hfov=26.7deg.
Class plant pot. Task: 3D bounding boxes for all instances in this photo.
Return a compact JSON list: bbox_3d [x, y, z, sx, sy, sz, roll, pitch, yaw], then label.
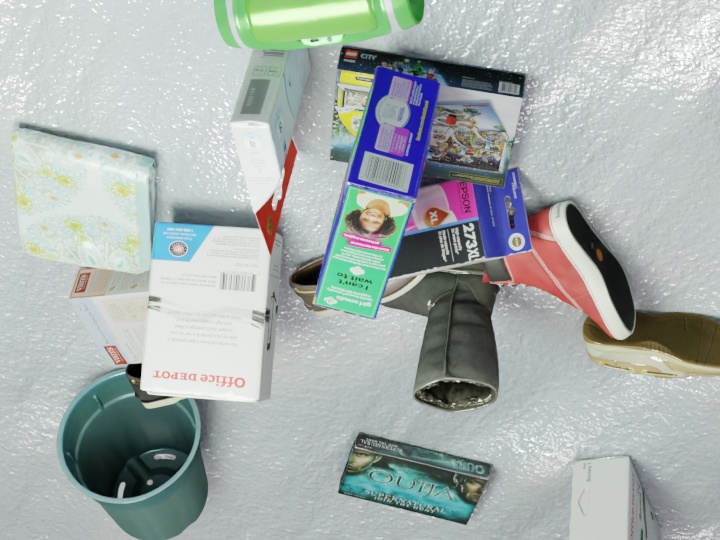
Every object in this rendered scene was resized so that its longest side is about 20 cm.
[{"bbox_3d":[-0.301,0.272,2.118,0.197,0.202,0.197,3,148,10],"label":"plant pot"}]

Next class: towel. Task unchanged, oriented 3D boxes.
[{"bbox_3d":[-0.329,-0.077,1.812,0.169,0.049,0.201,10,140,-1],"label":"towel"}]

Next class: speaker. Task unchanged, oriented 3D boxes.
[{"bbox_3d":[-0.040,-0.267,1.493,0.197,0.089,0.089,-4,138,17],"label":"speaker"}]

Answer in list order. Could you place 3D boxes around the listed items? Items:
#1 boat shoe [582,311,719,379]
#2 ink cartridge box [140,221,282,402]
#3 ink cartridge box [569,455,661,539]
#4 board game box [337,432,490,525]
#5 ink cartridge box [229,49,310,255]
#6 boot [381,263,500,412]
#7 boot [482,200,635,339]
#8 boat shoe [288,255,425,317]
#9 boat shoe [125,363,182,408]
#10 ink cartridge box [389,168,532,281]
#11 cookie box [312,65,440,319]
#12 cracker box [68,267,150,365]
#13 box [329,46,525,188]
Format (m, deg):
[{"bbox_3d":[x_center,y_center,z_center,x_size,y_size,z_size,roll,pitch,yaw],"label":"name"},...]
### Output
[{"bbox_3d":[0.369,0.095,1.843,0.197,0.075,0.067,12,145,15],"label":"boat shoe"},{"bbox_3d":[-0.175,0.050,1.801,0.144,0.203,0.084,5,176,7],"label":"ink cartridge box"},{"bbox_3d":[0.357,0.374,2.109,0.083,0.147,0.201,-9,137,21],"label":"ink cartridge box"},{"bbox_3d":[0.075,0.300,2.179,0.197,0.028,0.136,13,141,-3],"label":"board game box"},{"bbox_3d":[-0.081,-0.139,1.594,0.047,0.162,0.201,1,140,13],"label":"ink cartridge box"},{"bbox_3d":[0.082,0.078,1.780,0.179,0.202,0.073,-5,138,18],"label":"boot"},{"bbox_3d":[0.226,0.015,1.779,0.143,0.073,0.201,-19,124,32],"label":"boot"},{"bbox_3d":[0.000,0.000,1.812,0.198,0.073,0.059,-19,135,39],"label":"boat shoe"},{"bbox_3d":[-0.220,0.125,2.004,0.199,0.074,0.063,-18,122,22],"label":"boat shoe"},{"bbox_3d":[0.091,-0.049,1.716,0.198,0.096,0.037,-12,176,23],"label":"ink cartridge box"},{"bbox_3d":[0.016,-0.078,1.576,0.074,0.173,0.201,15,140,-1],"label":"cookie box"},{"bbox_3d":[-0.254,0.052,1.940,0.197,0.058,0.135,-5,137,17],"label":"cracker box"},{"bbox_3d":[0.069,-0.163,1.627,0.197,0.038,0.137,9,141,2],"label":"box"}]
